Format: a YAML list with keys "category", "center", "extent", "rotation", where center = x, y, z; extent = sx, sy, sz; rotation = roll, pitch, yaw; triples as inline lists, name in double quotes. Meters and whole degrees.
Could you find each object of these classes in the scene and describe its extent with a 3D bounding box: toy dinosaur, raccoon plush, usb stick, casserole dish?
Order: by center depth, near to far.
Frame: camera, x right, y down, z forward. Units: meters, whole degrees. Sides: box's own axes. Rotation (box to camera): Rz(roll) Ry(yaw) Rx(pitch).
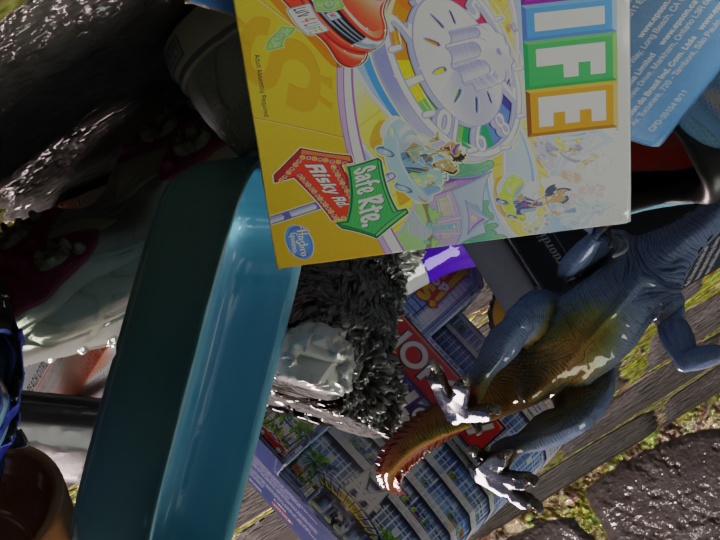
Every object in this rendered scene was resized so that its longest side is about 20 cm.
- category: "casserole dish"
  center: [-0.066, 0.044, 0.959]
  extent: [0.039, 0.200, 0.121]
  rotation: [11, 170, 13]
- category: "toy dinosaur"
  center: [0.098, 0.006, 1.093]
  extent: [0.200, 0.105, 0.182]
  rotation: [-4, -141, 52]
- category: "usb stick"
  center: [-0.176, 0.071, 1.117]
  extent: [0.200, 0.033, 0.055]
  rotation: [8, 142, -27]
- category: "raccoon plush"
  center: [0.000, 0.000, 1.122]
  extent: [0.200, 0.097, 0.134]
  rotation: [168, -60, -73]

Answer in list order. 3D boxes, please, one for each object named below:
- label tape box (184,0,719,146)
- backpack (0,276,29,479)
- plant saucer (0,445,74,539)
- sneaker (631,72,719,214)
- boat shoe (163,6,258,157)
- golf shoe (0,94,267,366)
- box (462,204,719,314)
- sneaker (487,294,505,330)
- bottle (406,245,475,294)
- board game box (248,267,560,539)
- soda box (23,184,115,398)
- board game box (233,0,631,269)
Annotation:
- category: "label tape box"
  center: [0.055, -0.134, 0.891]
  extent: [0.200, 0.063, 0.144]
  rotation: [16, 135, -23]
- category: "backpack"
  center: [-0.216, 0.052, 0.911]
  extent: [0.182, 0.135, 0.200]
  rotation: [-26, 169, -19]
- category: "plant saucer"
  center: [-0.200, 0.127, 0.941]
  extent: [0.200, 0.032, 0.200]
  rotation: [-17, -159, 7]
- category: "sneaker"
  center: [0.073, -0.061, 1.020]
  extent: [0.200, 0.078, 0.090]
  rotation: [0, -144, 29]
- category: "boat shoe"
  center: [0.023, -0.105, 0.996]
  extent: [0.201, 0.072, 0.070]
  rotation: [-28, 167, -11]
- category: "golf shoe"
  center: [-0.098, 0.006, 1.035]
  extent: [0.200, 0.092, 0.075]
  rotation: [-35, -151, -6]
- category: "box"
  center: [0.136, -0.071, 1.207]
  extent: [0.200, 0.149, 0.107]
  rotation: [-29, 167, -8]
- category: "sneaker"
  center: [0.142, -0.012, 1.421]
  extent: [0.090, 0.070, 0.200]
  rotation: [-16, -150, 32]
- category: "bottle"
  center: [0.099, -0.055, 1.369]
  extent: [0.200, 0.065, 0.084]
  rotation: [-29, 166, -8]
- category: "board game box"
  center: [0.017, 0.054, 1.397]
  extent: [0.200, 0.200, 0.062]
  rotation: [-41, 174, -25]
- category: "soda box"
  center: [-0.123, 0.026, 1.171]
  extent: [0.068, 0.064, 0.200]
  rotation: [-23, 166, -30]
- category: "board game box"
  center: [0.025, -0.087, 0.862]
  extent: [0.134, 0.034, 0.200]
  rotation: [-8, 138, 0]
